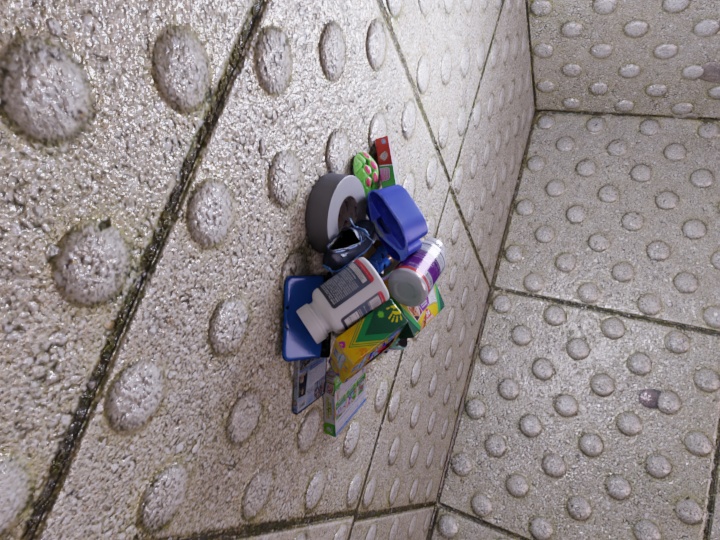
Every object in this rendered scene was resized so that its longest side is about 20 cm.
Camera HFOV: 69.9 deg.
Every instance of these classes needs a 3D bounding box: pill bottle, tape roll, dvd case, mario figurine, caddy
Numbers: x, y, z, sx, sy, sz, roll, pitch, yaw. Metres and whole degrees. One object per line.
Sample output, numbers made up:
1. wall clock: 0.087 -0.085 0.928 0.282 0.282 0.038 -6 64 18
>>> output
1. pill bottle: -0.044 0.072 1.186 0.198 0.120 0.120 -34 141 -9
2. tape roll: -0.058 -0.139 1.291 0.200 0.065 0.204 -34 130 -55
3. dvd case: -0.130 0.258 1.358 0.142 0.017 0.204 -22 119 -61
4. mario figurine: 0.000 0.000 1.355 0.124 0.105 0.200 54 50 -12
5. pill bottle: 0.158 -0.003 1.372 0.200 0.111 0.114 -50 143 -45
6. caddy: 0.082 -0.121 1.318 0.104 0.202 0.142 -23 156 -20

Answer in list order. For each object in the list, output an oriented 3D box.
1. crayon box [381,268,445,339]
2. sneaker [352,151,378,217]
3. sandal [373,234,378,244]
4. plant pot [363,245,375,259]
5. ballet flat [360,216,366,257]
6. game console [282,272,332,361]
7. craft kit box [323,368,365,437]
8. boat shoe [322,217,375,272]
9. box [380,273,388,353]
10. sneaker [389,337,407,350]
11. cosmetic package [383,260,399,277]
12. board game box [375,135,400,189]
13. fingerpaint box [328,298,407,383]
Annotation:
1. crayon box: 0.147 0.069 1.462 0.199 0.058 0.175 -34 104 -49
2. sneaker: 0.015 -0.223 1.413 0.076 0.083 0.204 -24 110 -25
3. sandal: 0.086 -0.095 1.471 0.197 0.048 0.077 3 87 -29
4. plant pot: 0.027 -0.063 1.543 0.200 0.027 0.204 -37 132 -56
5. ballet flat: -0.013 -0.051 1.412 0.063 0.067 0.204 15 93 -46
6. game console: -0.128 0.109 1.279 0.171 0.116 0.205 -129 -138 -84
7. craft kit box: -0.044 0.357 1.550 0.199 0.048 0.201 -35 133 -56
8. boat shoe: -0.017 -0.072 1.230 0.201 0.083 0.070 -54 157 -45
9. box: 0.072 0.131 1.626 0.148 0.105 0.204 -32 129 -58
10. sneaker: 0.022 0.182 1.442 0.199 0.139 0.079 34 53 -30
11. cosmetic package: 0.126 -0.076 1.570 0.102 0.072 0.205 0 88 -42
12. board game box: 0.087 -0.257 1.470 0.154 0.040 0.203 66 15 -51
13. fingerpaint box: 0.014 0.175 1.234 0.166 0.074 0.201 -34 164 -22
